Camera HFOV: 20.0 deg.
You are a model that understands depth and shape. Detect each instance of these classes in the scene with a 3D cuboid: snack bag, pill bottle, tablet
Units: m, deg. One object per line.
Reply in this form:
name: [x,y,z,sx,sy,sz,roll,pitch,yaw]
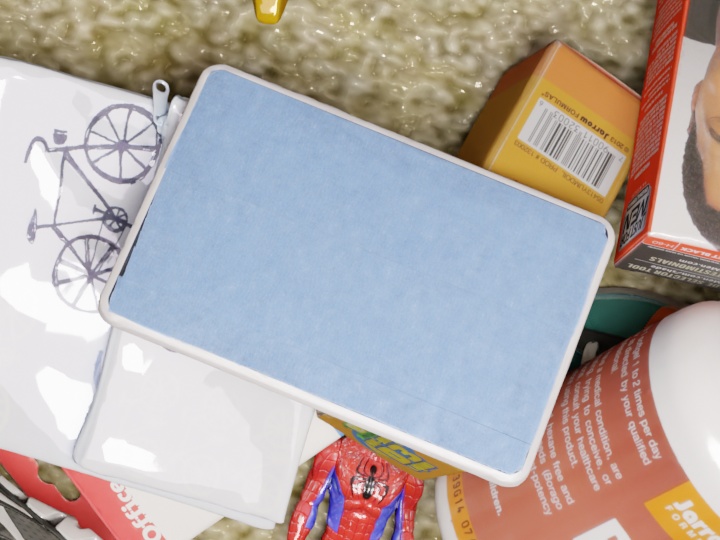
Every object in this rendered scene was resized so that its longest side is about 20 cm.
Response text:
snack bag: [-0.106,0.007,0.936,0.199,0.021,0.190,17,101,-2]
pill bottle: [0.138,0.083,0.905,0.200,0.112,0.112,-33,103,35]
tablet: [0.000,0.000,0.889,0.199,0.014,0.131,22,73,2]

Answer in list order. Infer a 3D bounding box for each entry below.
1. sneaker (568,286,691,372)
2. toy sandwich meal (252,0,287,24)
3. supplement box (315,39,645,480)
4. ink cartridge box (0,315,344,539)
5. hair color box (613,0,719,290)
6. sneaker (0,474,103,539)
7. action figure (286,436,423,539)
sneaker: [0.161,0.057,0.989,0.199,0.080,0.072,7,105,-2]
toy sandwich meal: [0.028,-0.151,0.885,0.204,0.205,0.071,1,119,-1]
supplement box: [0.059,-0.004,0.942,0.069,0.067,0.201,35,73,-10]
ink cartridge box: [-0.090,0.061,0.993,0.200,0.067,0.116,-35,101,7]
hair color box: [0.184,-0.092,0.924,0.101,0.061,0.201,12,75,-6]
sneaker: [-0.207,0.118,0.970,0.200,0.090,0.067,34,114,12]
action figure: [-0.010,0.156,1.028,0.065,0.052,0.201,15,100,-1]
